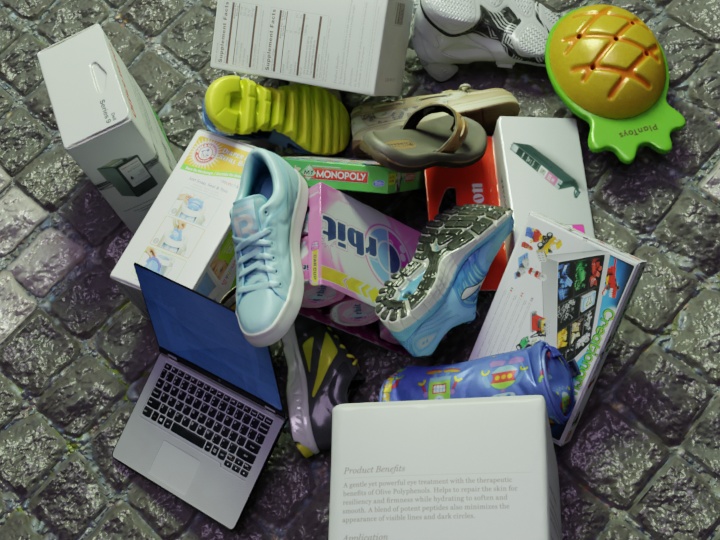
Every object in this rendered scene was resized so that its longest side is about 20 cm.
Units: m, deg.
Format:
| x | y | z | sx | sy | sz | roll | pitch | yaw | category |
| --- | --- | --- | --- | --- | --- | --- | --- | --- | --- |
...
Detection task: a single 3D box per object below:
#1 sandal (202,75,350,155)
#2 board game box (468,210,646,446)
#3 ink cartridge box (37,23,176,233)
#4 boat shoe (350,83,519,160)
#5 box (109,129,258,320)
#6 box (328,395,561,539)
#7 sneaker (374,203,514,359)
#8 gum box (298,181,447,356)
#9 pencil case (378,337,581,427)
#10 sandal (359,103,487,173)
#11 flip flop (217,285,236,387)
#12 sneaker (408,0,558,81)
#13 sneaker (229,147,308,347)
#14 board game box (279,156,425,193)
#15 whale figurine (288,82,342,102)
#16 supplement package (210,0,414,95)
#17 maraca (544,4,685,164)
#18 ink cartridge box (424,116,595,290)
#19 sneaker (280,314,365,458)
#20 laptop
| x | y | z | sx | sy | sz | roll | pitch | yaw | category |
| --- | --- | --- | --- | --- | --- | --- | --- | --- | --- |
| -0.102 | -0.177 | 1.440 | 0.087 | 0.198 | 0.081 | -2 | 79 | 57 | sandal |
| 0.191 | 0.058 | 1.267 | 0.125 | 0.035 | 0.202 | 27 | 103 | 23 | board game box |
| -0.281 | -0.160 | 1.440 | 0.083 | 0.200 | 0.147 | -24 | 61 | 1 | ink cartridge box |
| 0.083 | -0.181 | 1.440 | 0.197 | 0.073 | 0.063 | -11 | 65 | 8 | boat shoe |
| -0.172 | -0.037 | 1.405 | 0.100 | 0.113 | 0.202 | 20 | 69 | 23 | box |
| 0.085 | 0.229 | 1.167 | 0.196 | 0.200 | 0.174 | -4 | 65 | 12 | box |
| 0.093 | 0.009 | 1.283 | 0.078 | 0.091 | 0.200 | 13 | 50 | 45 | sneaker |
| 0.000 | 0.000 | 1.297 | 0.066 | 0.199 | 0.115 | -25 | 54 | 37 | gum box |
| 0.115 | 0.123 | 1.244 | 0.198 | 0.078 | 0.088 | -14 | 72 | 27 | pencil case |
| 0.073 | -0.146 | 1.305 | 0.081 | 0.199 | 0.055 | 34 | 118 | 30 | sandal |
| -0.122 | 0.042 | 1.336 | 0.057 | 0.201 | 0.081 | 18 | 30 | -23 | flip flop |
| 0.144 | -0.271 | 1.473 | 0.198 | 0.115 | 0.076 | 16 | 64 | -18 | sneaker |
| -0.101 | -0.027 | 1.198 | 0.073 | 0.082 | 0.202 | -18 | 52 | 27 | sneaker |
| -0.009 | -0.105 | 1.361 | 0.133 | 0.200 | 0.030 | 5 | 96 | 15 | board game box |
| -0.047 | -0.289 | 1.524 | 0.157 | 0.104 | 0.203 | 3 | 89 | 14 | whale figurine |
| -0.054 | -0.267 | 1.413 | 0.197 | 0.114 | 0.111 | 12 | 101 | 15 | supplement package |
| 0.281 | -0.210 | 1.391 | 0.135 | 0.107 | 0.202 | -16 | 67 | -6 | maraca |
| 0.160 | -0.074 | 1.360 | 0.171 | 0.044 | 0.203 | 1 | 63 | -8 | ink cartridge box |
| -0.038 | 0.098 | 1.339 | 0.083 | 0.075 | 0.203 | -7 | 72 | 3 | sneaker |
| -0.181 | 0.129 | 1.287 | 0.186 | 0.116 | 0.202 | 23 | 84 | 33 | laptop |
